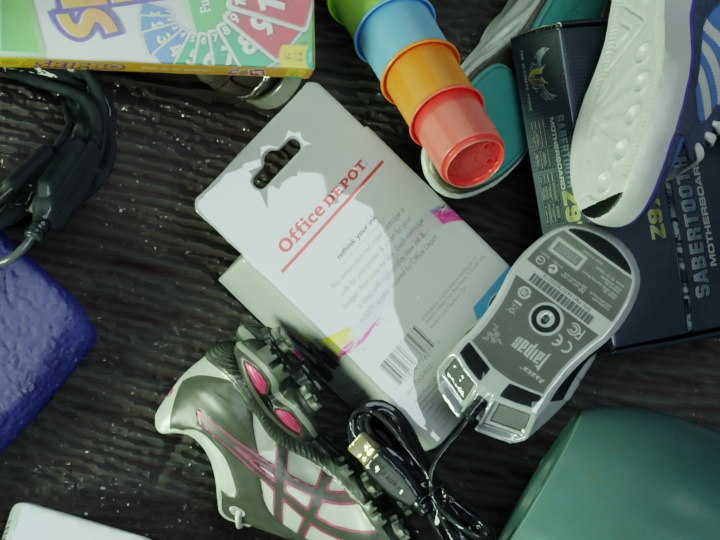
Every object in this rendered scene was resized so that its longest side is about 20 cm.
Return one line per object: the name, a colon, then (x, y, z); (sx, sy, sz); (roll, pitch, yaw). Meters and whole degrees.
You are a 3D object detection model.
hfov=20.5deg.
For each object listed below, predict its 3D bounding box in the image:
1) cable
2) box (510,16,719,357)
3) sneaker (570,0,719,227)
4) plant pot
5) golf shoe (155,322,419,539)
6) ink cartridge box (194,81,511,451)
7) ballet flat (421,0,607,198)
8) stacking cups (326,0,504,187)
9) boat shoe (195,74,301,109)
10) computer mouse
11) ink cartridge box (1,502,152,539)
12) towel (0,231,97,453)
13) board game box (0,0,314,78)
cable: (-0.222, -0.076, 1.110); (0.162, 0.051, 0.200); (14, 39, 5)
box: (0.178, -0.054, 1.220); (0.157, 0.051, 0.201); (-7, 87, -37)
sneaker: (0.209, -0.092, 1.166); (0.146, 0.080, 0.201); (27, 62, -26)
plant pot: (0.161, 0.172, 1.133); (0.161, 0.201, 0.201); (31, 71, 4)
golf shoe: (-0.032, 0.128, 1.153); (0.088, 0.077, 0.200); (-36, 95, 7)
ink cartridge box: (0.000, 0.000, 1.180); (0.200, 0.068, 0.115); (44, 70, -4)
ballet flat: (0.085, -0.116, 1.231); (0.069, 0.069, 0.200); (39, 63, -6)
stacking cups: (0.023, -0.127, 1.169); (0.060, 0.061, 0.200); (-10, 50, -18)
boat shoe: (-0.062, -0.201, 1.197); (0.059, 0.072, 0.201); (15, 78, -41)
computer mouse: (0.086, 0.061, 1.127); (0.110, 0.044, 0.200); (38, 75, 16)
ink cartridge box: (-0.120, 0.234, 1.105); (0.199, 0.047, 0.161); (18, 74, -10)
towel: (-0.259, 0.058, 1.104); (0.148, 0.050, 0.200); (45, 69, -11)
board game box: (-0.125, -0.162, 1.133); (0.199, 0.030, 0.096); (1, 81, -8)
